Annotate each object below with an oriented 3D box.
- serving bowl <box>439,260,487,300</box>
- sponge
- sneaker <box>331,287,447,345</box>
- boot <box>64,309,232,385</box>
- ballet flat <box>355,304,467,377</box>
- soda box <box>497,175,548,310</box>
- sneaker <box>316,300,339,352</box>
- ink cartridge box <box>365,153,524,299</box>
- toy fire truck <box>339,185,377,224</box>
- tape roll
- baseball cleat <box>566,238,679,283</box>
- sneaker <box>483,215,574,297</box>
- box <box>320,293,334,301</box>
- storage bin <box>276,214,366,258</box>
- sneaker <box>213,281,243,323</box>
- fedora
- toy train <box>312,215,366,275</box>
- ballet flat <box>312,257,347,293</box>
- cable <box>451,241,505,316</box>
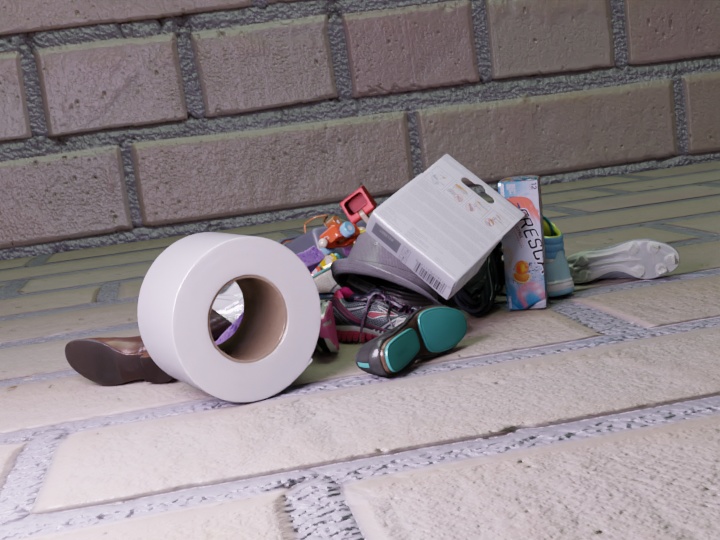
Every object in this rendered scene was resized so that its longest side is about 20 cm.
[{"bbox_3d":[0.151,-0.019,1.765,0.198,0.202,0.066,-11,49,-23],"label":"serving bowl"},{"bbox_3d":[-0.136,0.047,1.551,0.200,0.030,0.112,-47,-3,17],"label":"sponge"},{"bbox_3d":[0.041,0.064,1.547,0.198,0.076,0.080,-2,10,29],"label":"sneaker"},{"bbox_3d":[-0.303,0.099,1.550,0.184,0.065,0.200,9,23,15],"label":"boot"},{"bbox_3d":[0.062,0.089,1.398,0.068,0.069,0.199,-11,3,39],"label":"ballet flat"},{"bbox_3d":[0.254,-0.044,1.655,0.063,0.203,0.068,-4,9,14],"label":"soda box"},{"bbox_3d":[-0.081,0.083,1.540,0.086,0.075,0.200,-9,5,-7],"label":"sneaker"},{"bbox_3d":[0.127,-0.069,1.573,0.162,0.057,0.200,39,45,13],"label":"ink cartridge box"},{"bbox_3d":[0.052,-0.054,1.823,0.049,0.201,0.141,-36,0,14],"label":"toy fire truck"},{"bbox_3d":[-0.167,0.055,1.344,0.200,0.206,0.139,-11,10,-29],"label":"tape roll"},{"bbox_3d":[0.440,-0.021,1.807,0.197,0.071,0.106,-3,9,18],"label":"baseball cleat"},{"bbox_3d":[0.275,-0.028,1.777,0.079,0.133,0.199,-13,9,-33],"label":"sneaker"},{"bbox_3d":[-0.077,0.058,1.782,0.197,0.047,0.159,-6,9,5],"label":"box"},{"bbox_3d":[-0.041,-0.038,1.922,0.198,0.147,0.134,-10,-12,-33],"label":"storage bin"},{"bbox_3d":[-0.160,0.049,1.672,0.197,0.101,0.078,-6,-21,-3],"label":"sneaker"},{"bbox_3d":[0.057,-0.001,1.607,0.198,0.091,0.177,13,-17,25],"label":"fedora"},{"bbox_3d":[-0.050,-0.036,1.732,0.149,0.056,0.200,-10,-23,-41],"label":"toy train"},{"bbox_3d":[0.000,0.000,1.706,0.199,0.063,0.067,-31,-13,18],"label":"ballet flat"},{"bbox_3d":[0.188,-0.016,1.649,0.050,0.166,0.199,12,11,26],"label":"cable"}]
